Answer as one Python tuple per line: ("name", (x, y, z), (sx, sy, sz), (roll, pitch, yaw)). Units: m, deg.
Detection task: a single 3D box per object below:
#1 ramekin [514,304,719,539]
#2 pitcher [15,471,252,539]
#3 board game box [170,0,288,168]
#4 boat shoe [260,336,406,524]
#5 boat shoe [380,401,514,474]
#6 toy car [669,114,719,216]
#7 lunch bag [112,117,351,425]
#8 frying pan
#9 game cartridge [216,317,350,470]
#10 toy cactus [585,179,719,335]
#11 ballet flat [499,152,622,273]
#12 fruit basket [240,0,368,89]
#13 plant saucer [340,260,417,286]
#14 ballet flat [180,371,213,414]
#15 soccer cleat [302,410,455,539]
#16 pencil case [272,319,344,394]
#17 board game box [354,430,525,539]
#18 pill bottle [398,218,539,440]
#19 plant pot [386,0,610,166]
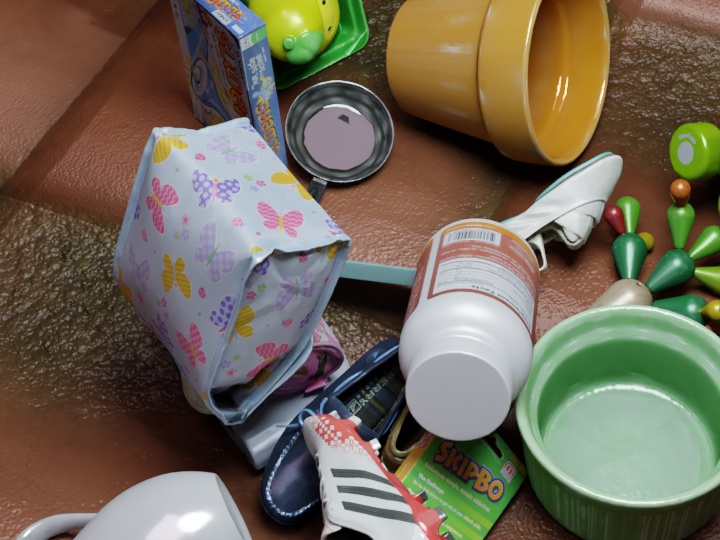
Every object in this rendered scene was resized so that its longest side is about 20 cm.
("ramekin", (0.229, 0.137, 1.232), (0.197, 0.098, 0.202), (-3, 50, 3))
("pitcher", (-0.195, 0.233, 1.194), (0.198, 0.122, 0.172), (-27, 37, -2))
("board game box", (-0.134, -0.201, 1.480), (0.034, 0.201, 0.135), (-32, 54, -20))
("boat shoe", (-0.018, 0.128, 1.258), (0.084, 0.069, 0.201), (36, 71, -3))
("boat shoe", (0.088, 0.112, 1.286), (0.071, 0.068, 0.201), (21, 55, 23))
("toy car", (0.415, -0.149, 1.355), (0.163, 0.201, 0.158), (-7, 45, -31))
("lunch bag", (-0.115, 0.003, 1.203), (0.126, 0.201, 0.170), (-10, 46, -41))
("frying pan", (-0.021, -0.107, 1.501), (0.113, 0.031, 0.192), (1, 71, -6))
("game cartridge", (-0.092, 0.081, 1.352), (0.132, 0.041, 0.200), (-27, 53, -21))
("toy cactus", (0.280, 0.008, 1.349), (0.164, 0.103, 0.200), (-34, 63, -9))
("ballet flat", (0.175, -0.035, 1.386), (0.199, 0.070, 0.070), (-32, 51, 7))
("fruit basket", (-0.065, -0.293, 1.547), (0.155, 0.217, 0.216), (-30, 54, -18))
("plant saucer", (0.000, 0.000, 1.379), (0.198, 0.070, 0.019), (6, 91, 23))
("ballet flat", (-0.144, 0.039, 1.328), (0.067, 0.063, 0.201), (-14, 50, -6))
("soccer cleat", (-0.007, 0.179, 1.135), (0.085, 0.069, 0.200), (-32, 40, -16))
("pencil case", (-0.086, 0.016, 1.311), (0.086, 0.083, 0.201), (3, 49, -42))
("board game box", (0.057, 0.206, 1.200), (0.200, 0.096, 0.030), (-48, 20, -27))
("pill bottle", (0.091, 0.050, 1.215), (0.111, 0.113, 0.201), (4, 31, 8))
("plant pot", (0.133, -0.216, 1.487), (0.182, 0.201, 0.201), (9, 50, 32))
